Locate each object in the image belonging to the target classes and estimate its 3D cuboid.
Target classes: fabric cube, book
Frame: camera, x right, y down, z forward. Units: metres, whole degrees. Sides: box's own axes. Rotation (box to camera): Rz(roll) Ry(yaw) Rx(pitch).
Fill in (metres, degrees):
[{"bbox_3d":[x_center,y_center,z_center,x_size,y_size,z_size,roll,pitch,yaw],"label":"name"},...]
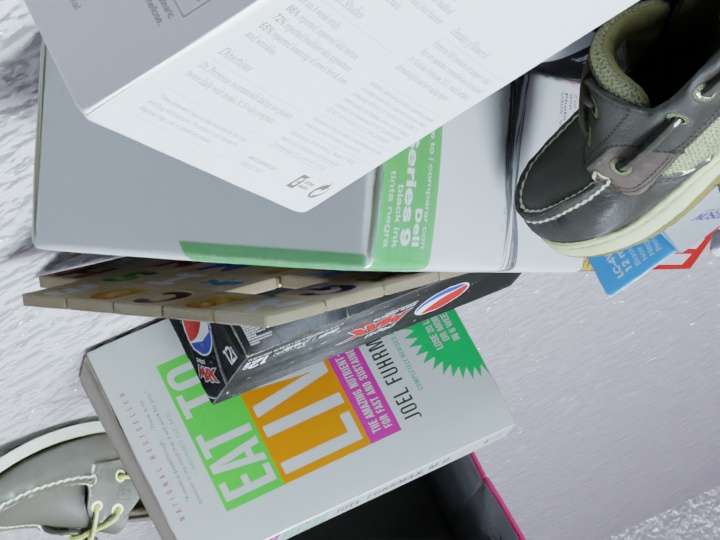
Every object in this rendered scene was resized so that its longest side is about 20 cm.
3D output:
[{"bbox_3d":[-0.002,0.215,1.661,0.196,0.201,0.199,-26,166,-13],"label":"fabric cube"},{"bbox_3d":[-0.034,0.070,1.249,0.199,0.134,0.048,-24,165,-19],"label":"book"}]

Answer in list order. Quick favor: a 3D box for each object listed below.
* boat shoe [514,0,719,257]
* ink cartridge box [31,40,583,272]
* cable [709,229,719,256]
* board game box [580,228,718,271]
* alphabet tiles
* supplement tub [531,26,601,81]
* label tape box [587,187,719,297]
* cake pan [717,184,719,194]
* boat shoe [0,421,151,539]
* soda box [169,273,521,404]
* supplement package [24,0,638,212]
[{"bbox_3d":[0.107,-0.066,0.783,0.066,0.072,0.201,28,149,-21],"label":"boat shoe"},{"bbox_3d":[-0.010,-0.043,0.889,0.145,0.085,0.200,4,-179,28],"label":"ink cartridge box"},{"bbox_3d":[0.223,-0.106,1.002,0.199,0.201,0.069,-2,178,28],"label":"cable"},{"bbox_3d":[0.165,-0.073,1.215,0.152,0.046,0.200,-58,157,17],"label":"board game box"},{"bbox_3d":[-0.047,0.000,1.031,0.167,0.008,0.199,-15,-167,-43],"label":"alphabet tiles"},{"bbox_3d":[0.065,-0.125,0.829,0.107,0.107,0.200,-35,164,23],"label":"supplement tub"},{"bbox_3d":[0.130,-0.097,0.970,0.200,0.144,0.066,-38,163,31],"label":"label tape box"},{"bbox_3d":[0.223,-0.040,0.852,0.199,0.037,0.200,-3,168,-1],"label":"cake pan"},{"bbox_3d":[-0.153,0.128,1.365,0.072,0.060,0.201,-39,163,33],"label":"boat shoe"},{"bbox_3d":[0.000,0.000,1.214,0.199,0.064,0.071,-20,164,-28],"label":"soda box"},{"bbox_3d":[0.008,-0.139,0.590,0.199,0.151,0.152,-32,165,12],"label":"supplement package"}]
